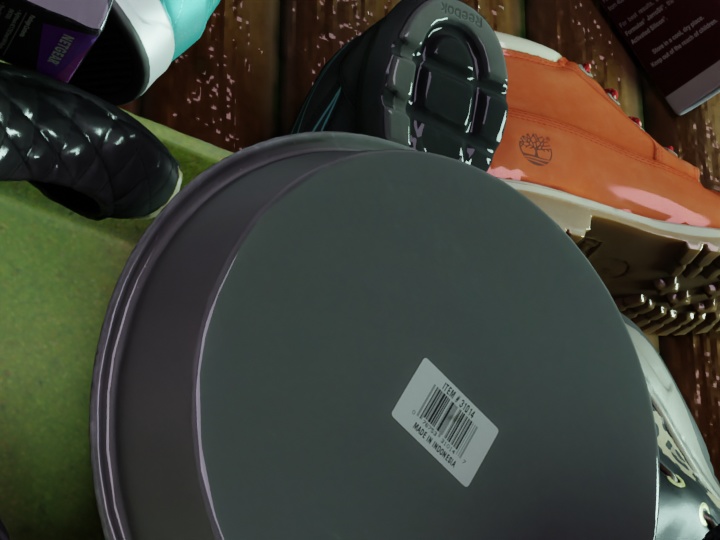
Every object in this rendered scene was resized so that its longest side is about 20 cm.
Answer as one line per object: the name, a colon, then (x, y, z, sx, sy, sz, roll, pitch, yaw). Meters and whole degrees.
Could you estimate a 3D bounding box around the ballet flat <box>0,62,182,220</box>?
ballet flat: (-0.116, -0.035, 0.706, 0.200, 0.066, 0.057, 13, 94, -65)

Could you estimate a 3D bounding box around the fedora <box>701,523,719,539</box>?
fedora: (0.129, 0.152, 0.765, 0.199, 0.091, 0.203, -13, 111, -36)

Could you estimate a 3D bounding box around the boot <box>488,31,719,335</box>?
boot: (0.104, -0.038, 0.962, 0.199, 0.075, 0.108, 14, 55, -30)

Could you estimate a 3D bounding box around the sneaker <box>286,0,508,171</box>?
sneaker: (0.000, 0.000, 0.866, 0.075, 0.079, 0.202, 24, 75, -32)

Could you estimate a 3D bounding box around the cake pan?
cake pan: (0.014, 0.052, 0.706, 0.199, 0.037, 0.202, 11, 70, -34)

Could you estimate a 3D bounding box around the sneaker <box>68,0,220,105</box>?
sneaker: (-0.102, -0.162, 0.764, 0.200, 0.084, 0.121, 48, 55, -4)

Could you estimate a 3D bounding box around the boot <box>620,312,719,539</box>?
boot: (0.090, 0.128, 0.843, 0.205, 0.073, 0.154, 59, 37, -5)

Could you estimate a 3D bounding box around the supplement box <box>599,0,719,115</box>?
supplement box: (0.131, -0.183, 1.061, 0.109, 0.061, 0.201, -35, 90, -42)

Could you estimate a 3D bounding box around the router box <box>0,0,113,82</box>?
router box: (-0.113, -0.177, 0.688, 0.148, 0.051, 0.201, 23, 72, -12)

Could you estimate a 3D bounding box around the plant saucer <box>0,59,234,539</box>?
plant saucer: (-0.121, 0.032, 0.769, 0.198, 0.048, 0.202, 21, 57, -27)

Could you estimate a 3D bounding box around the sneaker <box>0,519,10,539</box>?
sneaker: (-0.165, 0.002, 0.678, 0.199, 0.060, 0.105, 37, 54, -13)
